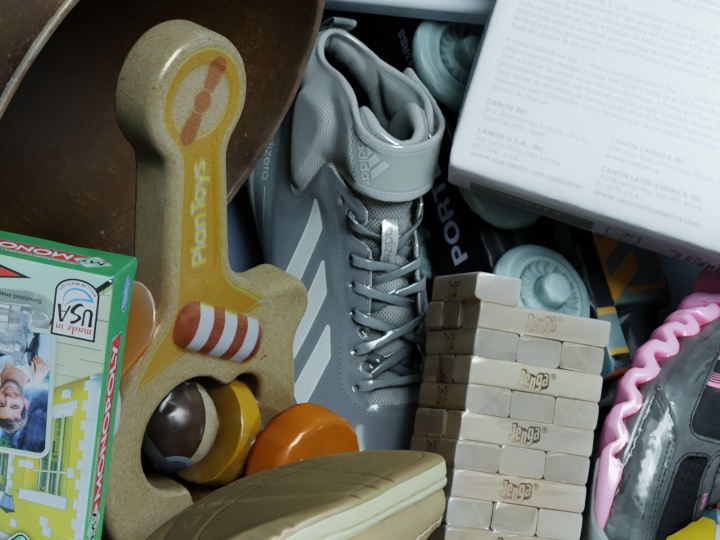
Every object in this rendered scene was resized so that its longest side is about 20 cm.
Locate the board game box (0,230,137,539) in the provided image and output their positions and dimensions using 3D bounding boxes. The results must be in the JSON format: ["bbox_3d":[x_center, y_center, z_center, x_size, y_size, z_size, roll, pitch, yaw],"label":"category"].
[{"bbox_3d":[-0.177,0.044,0.648,0.198,0.029,0.136,11,105,7],"label":"board game box"}]

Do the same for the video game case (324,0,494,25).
[{"bbox_3d":[0.041,-0.191,0.815,0.198,0.022,0.184,6,81,6],"label":"video game case"}]

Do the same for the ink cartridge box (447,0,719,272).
[{"bbox_3d":[0.136,-0.106,0.767,0.161,0.050,0.201,18,83,5],"label":"ink cartridge box"}]

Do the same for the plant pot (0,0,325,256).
[{"bbox_3d":[-0.146,-0.108,0.737,0.199,0.188,0.187,36,57,20],"label":"plant pot"}]

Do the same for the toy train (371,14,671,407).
[{"bbox_3d":[0.069,-0.031,0.845,0.113,0.085,0.201,-7,72,-35],"label":"toy train"}]

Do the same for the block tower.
[{"bbox_3d":[0.045,0.104,0.736,0.057,0.054,0.202,9,85,-17],"label":"block tower"}]

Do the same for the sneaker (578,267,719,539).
[{"bbox_3d":[0.154,0.053,0.776,0.095,0.079,0.200,30,51,16],"label":"sneaker"}]

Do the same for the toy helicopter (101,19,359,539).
[{"bbox_3d":[-0.070,0.013,0.697,0.132,0.202,0.079,-21,33,-40],"label":"toy helicopter"}]

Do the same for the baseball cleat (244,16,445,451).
[{"bbox_3d":[0.000,0.000,0.784,0.069,0.106,0.201,-10,75,-31],"label":"baseball cleat"}]

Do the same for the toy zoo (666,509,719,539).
[{"bbox_3d":[0.125,0.173,0.789,0.131,0.020,0.201,31,53,-27],"label":"toy zoo"}]

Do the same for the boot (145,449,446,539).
[{"bbox_3d":[-0.024,0.156,0.653,0.200,0.072,0.157,-30,107,-50],"label":"boot"}]
